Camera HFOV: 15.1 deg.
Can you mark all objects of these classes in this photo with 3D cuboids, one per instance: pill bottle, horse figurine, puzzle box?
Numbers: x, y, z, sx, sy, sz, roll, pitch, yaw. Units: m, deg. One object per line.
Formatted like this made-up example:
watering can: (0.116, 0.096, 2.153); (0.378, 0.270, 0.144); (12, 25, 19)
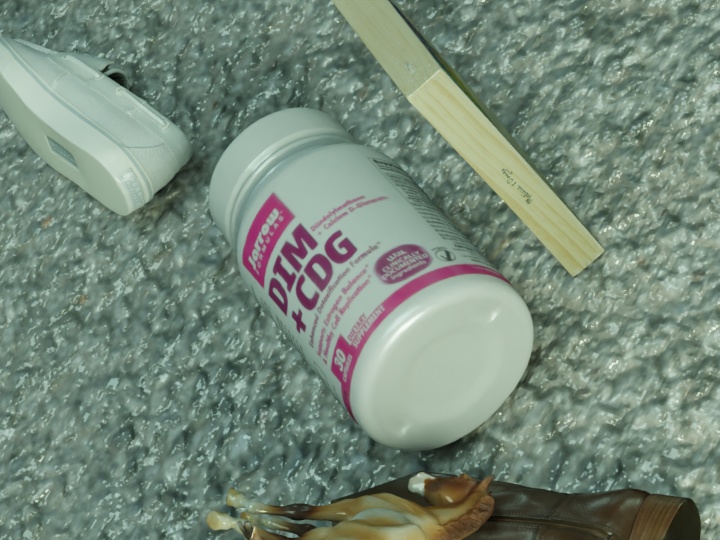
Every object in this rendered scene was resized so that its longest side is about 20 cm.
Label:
pill bottle: (0.000, 0.000, 1.529); (0.113, 0.113, 0.200); (-44, 48, 2)
horse figurine: (-0.008, 0.134, 1.333); (0.132, 0.200, 0.050); (6, 96, 8)
puzzle box: (0.052, -0.089, 1.492); (0.025, 0.200, 0.133); (-40, 47, 6)

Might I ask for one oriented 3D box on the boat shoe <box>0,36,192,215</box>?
boat shoe: (-0.178, -0.107, 1.748); (0.068, 0.072, 0.200); (-34, 38, -18)

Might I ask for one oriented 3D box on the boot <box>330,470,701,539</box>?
boot: (0.052, 0.167, 1.394); (0.199, 0.065, 0.186); (4, 30, 32)
